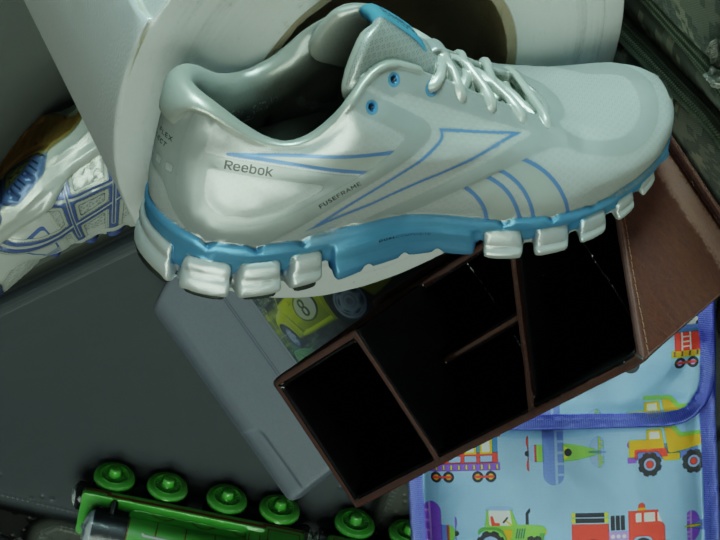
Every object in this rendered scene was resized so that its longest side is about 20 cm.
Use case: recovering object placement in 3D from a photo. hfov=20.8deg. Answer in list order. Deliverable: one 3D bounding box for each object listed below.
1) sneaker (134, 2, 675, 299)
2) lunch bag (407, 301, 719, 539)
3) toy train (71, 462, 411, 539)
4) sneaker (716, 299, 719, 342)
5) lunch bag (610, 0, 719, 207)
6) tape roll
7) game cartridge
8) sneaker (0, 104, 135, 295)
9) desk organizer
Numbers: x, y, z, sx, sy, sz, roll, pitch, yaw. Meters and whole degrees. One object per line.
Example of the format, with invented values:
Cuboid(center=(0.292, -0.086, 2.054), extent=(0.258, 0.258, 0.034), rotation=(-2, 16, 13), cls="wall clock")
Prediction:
Cuboid(center=(0.022, -0.051, 0.662), extent=(0.199, 0.075, 0.087), rotation=(-13, 132, -21), cls="sneaker")
Cuboid(center=(0.098, 0.050, 0.953), extent=(0.150, 0.094, 0.201), rotation=(-2, 111, 9), cls="lunch bag")
Cuboid(center=(-0.056, 0.145, 1.032), extent=(0.199, 0.057, 0.042), rotation=(11, 124, -5), cls="toy train")
Cuboid(center=(0.211, -0.015, 0.894), extent=(0.071, 0.080, 0.201), rotation=(6, 124, -1), cls="sneaker")
Cuboid(center=(0.159, -0.105, 0.762), extent=(0.139, 0.200, 0.168), rotation=(-21, 135, -14), cls="lunch bag")
Cuboid(center=(-0.019, -0.109, 0.739), extent=(0.202, 0.139, 0.203), rotation=(-18, 139, -16), cls="tape roll")
Cuboid(center=(0.000, 0.000, 0.908), extent=(0.200, 0.041, 0.133), rotation=(-40, 79, 23), cls="game cartridge")
Cuboid(center=(-0.110, -0.041, 0.898), extent=(0.088, 0.075, 0.200), rotation=(37, 119, -21), cls="sneaker")
Cuboid(center=(0.055, 0.023, 0.784), extent=(0.072, 0.077, 0.200), rotation=(56, 140, 0), cls="desk organizer")
